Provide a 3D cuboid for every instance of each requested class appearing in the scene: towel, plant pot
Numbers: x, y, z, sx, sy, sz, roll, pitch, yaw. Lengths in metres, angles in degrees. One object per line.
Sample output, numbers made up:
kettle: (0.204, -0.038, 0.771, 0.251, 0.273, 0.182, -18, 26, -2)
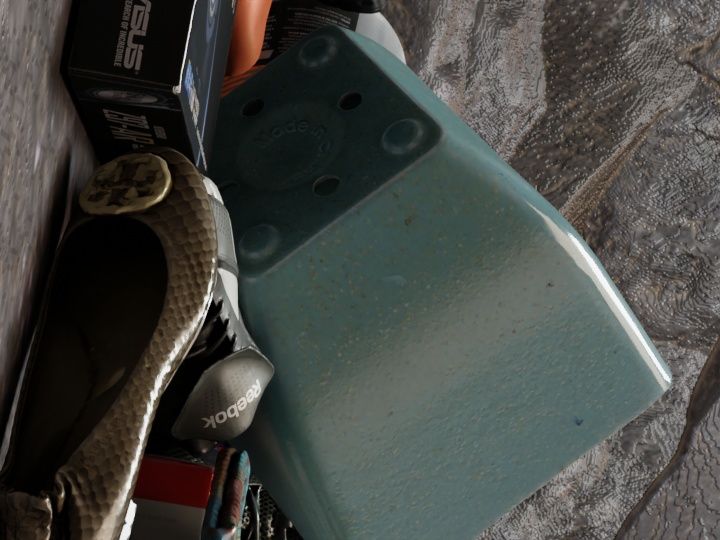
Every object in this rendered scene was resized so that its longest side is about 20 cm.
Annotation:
towel: (-0.067, 0.189, 1.086, 0.147, 0.022, 0.201, -96, -167, -80)
plant pot: (0.000, 0.000, 1.234, 0.196, 0.196, 0.200, 47, -10, 44)

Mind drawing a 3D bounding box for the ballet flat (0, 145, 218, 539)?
ballet flat: (-0.099, 0.031, 0.931, 0.046, 0.067, 0.201, 52, 41, -45)

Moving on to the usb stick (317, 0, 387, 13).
usb stick: (-0.031, -0.185, 1.170, 0.033, 0.055, 0.200, -59, 151, -18)

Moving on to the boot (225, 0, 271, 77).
boot: (-0.033, -0.184, 1.270, 0.075, 0.107, 0.201, -88, -171, -72)

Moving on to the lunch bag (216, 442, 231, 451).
lunch bag: (-0.108, 0.166, 1.454, 0.200, 0.094, 0.151, 38, 61, -74)

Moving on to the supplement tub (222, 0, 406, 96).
supplement tub: (-0.042, -0.064, 1.453, 0.201, 0.122, 0.123, -79, 179, -48)

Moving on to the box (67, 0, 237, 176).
box: (-0.074, -0.130, 1.020, 0.200, 0.043, 0.161, 96, 3, -80)

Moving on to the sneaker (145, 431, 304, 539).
sneaker: (-0.056, 0.129, 1.345, 0.199, 0.114, 0.077, 36, 60, -58)

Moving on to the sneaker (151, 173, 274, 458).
sneaker: (-0.072, 0.025, 1.091, 0.091, 0.066, 0.200, 56, -16, 16)

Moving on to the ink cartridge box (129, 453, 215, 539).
ink cartridge box: (-0.108, 0.157, 1.194, 0.116, 0.067, 0.201, 97, 1, -73)
